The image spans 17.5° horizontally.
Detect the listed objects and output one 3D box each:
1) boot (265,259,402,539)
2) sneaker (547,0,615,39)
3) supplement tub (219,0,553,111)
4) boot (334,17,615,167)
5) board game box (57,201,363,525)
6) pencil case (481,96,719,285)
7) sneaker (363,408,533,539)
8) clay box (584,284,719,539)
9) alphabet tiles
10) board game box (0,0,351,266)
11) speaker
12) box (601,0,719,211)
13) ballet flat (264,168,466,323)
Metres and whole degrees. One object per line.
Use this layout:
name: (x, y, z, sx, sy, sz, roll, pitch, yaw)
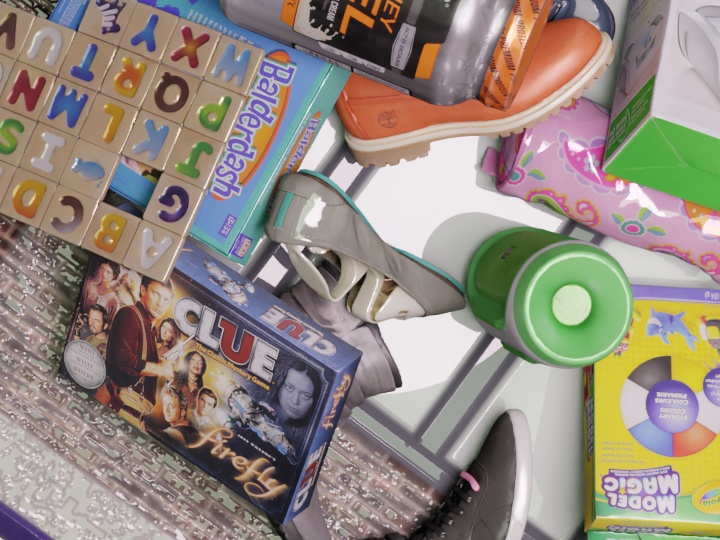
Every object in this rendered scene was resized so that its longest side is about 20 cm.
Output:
boot: (-0.025, 0.105, 1.643, 0.131, 0.070, 0.201, -25, 101, -10)
sneaker: (0.089, -0.193, 1.622, 0.199, 0.082, 0.071, 22, 100, -9)
supplement tub: (0.020, -0.183, 1.503, 0.199, 0.123, 0.123, 22, 91, 6)
boot: (0.070, -0.146, 1.591, 0.199, 0.075, 0.108, -16, 122, 13)
board game box: (-0.104, 0.062, 1.568, 0.199, 0.035, 0.136, 31, 124, 18)
pencil case: (0.189, -0.061, 1.651, 0.199, 0.087, 0.088, 21, 91, -8)
sneaker: (0.055, 0.187, 1.654, 0.098, 0.071, 0.201, 16, 96, -13)
clay box: (0.216, 0.112, 1.643, 0.114, 0.048, 0.202, 3, 68, -5)
alphabet tiles: (-0.181, -0.104, 1.562, 0.199, 0.008, 0.168, 22, 86, 19)
board game box: (-0.128, -0.118, 1.583, 0.199, 0.045, 0.153, 30, 90, 16)
speaker: (0.125, 0.016, 1.586, 0.088, 0.200, 0.089, -1, 94, -8)
box: (0.284, -0.130, 1.615, 0.199, 0.097, 0.178, 19, 64, -10)
ballet flat: (0.000, 0.000, 1.598, 0.200, 0.067, 0.064, 38, 72, -46)
